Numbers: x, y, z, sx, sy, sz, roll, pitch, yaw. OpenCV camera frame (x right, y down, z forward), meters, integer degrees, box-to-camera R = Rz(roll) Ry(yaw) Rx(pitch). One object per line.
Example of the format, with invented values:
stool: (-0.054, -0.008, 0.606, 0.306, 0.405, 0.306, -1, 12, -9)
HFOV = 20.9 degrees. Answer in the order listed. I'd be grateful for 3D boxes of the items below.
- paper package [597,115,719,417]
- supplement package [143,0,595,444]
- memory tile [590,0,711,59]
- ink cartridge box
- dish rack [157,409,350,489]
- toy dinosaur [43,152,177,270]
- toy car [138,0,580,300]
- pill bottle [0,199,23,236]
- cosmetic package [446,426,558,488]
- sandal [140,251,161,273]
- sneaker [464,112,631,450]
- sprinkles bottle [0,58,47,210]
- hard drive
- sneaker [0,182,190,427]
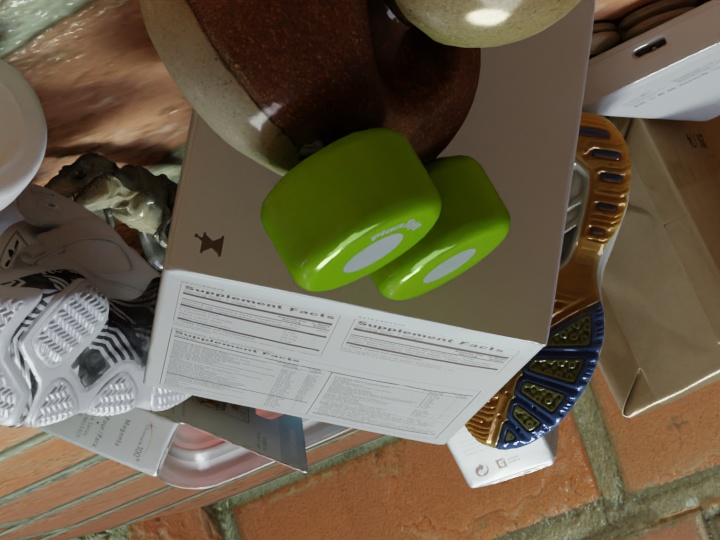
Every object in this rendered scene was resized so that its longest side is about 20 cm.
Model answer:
paper package: (0.211, -0.018, 1.330, 0.103, 0.192, 0.200, -28, 177, 27)
supplement package: (-0.003, -0.029, 0.836, 0.149, 0.153, 0.200, 12, 163, -5)
memory tile: (0.177, -0.132, 1.205, 0.152, 0.017, 0.200, -19, 171, -1)
ink cartridge box: (-0.124, 0.079, 1.252, 0.172, 0.044, 0.200, 24, -168, -10)
dish rack: (-0.109, 0.067, 1.401, 0.171, 0.044, 0.200, -21, -142, -30)
toy dinosaur: (-0.106, -0.018, 1.092, 0.047, 0.089, 0.200, -23, 170, 16)
toy car: (0.036, -0.113, 0.644, 0.199, 0.165, 0.158, -34, 167, 16)
pill bottle: (-0.245, 0.039, 1.075, 0.112, 0.113, 0.199, -9, 166, -46)
cosmetic package: (0.072, 0.043, 1.392, 0.073, 0.201, 0.102, -19, -154, 15)
sandal: (-0.049, -0.020, 1.295, 0.198, 0.055, 0.082, -18, 171, 1)
sneaker: (0.113, 0.007, 1.146, 0.075, 0.202, 0.088, 20, -173, 2)
sprinkles bottle: (-0.201, -0.033, 0.877, 0.068, 0.069, 0.200, -13, 170, -30)
hard drive: (0.217, -0.126, 1.179, 0.131, 0.026, 0.199, -24, 170, 32)
sneaker: (-0.157, 0.014, 0.931, 0.199, 0.115, 0.076, 7, 115, -59)
